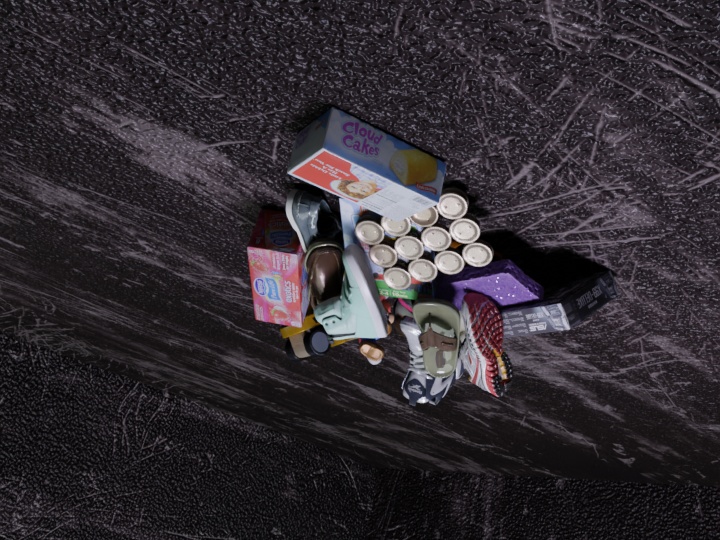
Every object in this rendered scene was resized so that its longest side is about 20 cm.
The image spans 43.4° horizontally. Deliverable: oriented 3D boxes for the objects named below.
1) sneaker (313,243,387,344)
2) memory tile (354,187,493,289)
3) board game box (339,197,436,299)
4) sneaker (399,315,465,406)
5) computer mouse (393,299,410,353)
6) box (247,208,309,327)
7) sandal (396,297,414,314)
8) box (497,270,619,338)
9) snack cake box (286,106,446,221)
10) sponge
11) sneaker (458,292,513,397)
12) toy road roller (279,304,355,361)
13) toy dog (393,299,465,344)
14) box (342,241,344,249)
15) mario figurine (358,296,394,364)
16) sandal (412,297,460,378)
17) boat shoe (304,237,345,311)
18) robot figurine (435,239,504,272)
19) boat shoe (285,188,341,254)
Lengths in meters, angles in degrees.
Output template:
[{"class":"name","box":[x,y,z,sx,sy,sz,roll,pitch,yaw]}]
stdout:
[{"class":"sneaker","box":[-0.030,0.047,1.504,0.116,0.074,0.202,-9,131,9]},{"class":"memory tile","box":[0.099,-0.047,1.426,0.197,0.017,0.154,-16,125,28]},{"class":"board game box","box":[0.047,-0.041,1.486,0.148,0.037,0.202,7,132,14]},{"class":"sneaker","box":[0.112,0.178,1.656,0.079,0.131,0.199,19,162,37]},{"class":"computer mouse","box":[0.106,0.130,1.834,0.058,0.202,0.034,12,127,-23]},{"class":"box","box":[-0.142,-0.003,1.634,0.094,0.101,0.202,8,138,7]},{"class":"sandal","box":[0.090,0.045,1.632,0.075,0.045,0.200,34,-169,-47]},{"class":"box","box":[0.324,0.062,1.574,0.157,0.051,0.198,-26,-172,-39]},{"class":"snack cake box","box":[0.009,-0.147,1.296,0.198,0.068,0.114,22,160,-25]},{"class":"sponge","box":[0.203,0.029,1.542,0.198,0.030,0.111,-11,147,44]},{"class":"sneaker","box":[0.200,0.129,1.562,0.081,0.078,0.203,12,128,42]},{"class":"toy road roller","box":[-0.087,0.104,2.000,0.198,0.148,0.122,-21,-179,-35]},{"class":"toy dog","box":[0.160,0.091,1.751,0.197,0.142,0.194,1,157,33]},{"class":"box","box":[0.000,0.000,1.637,0.081,0.050,0.201,22,146,5]},{"class":"mario figurine","box":[0.041,0.102,1.777,0.106,0.123,0.200,50,-169,-17]},{"class":"sandal","box":[0.134,0.122,1.540,0.078,0.058,0.203,-2,132,13]},{"class":"boat shoe","box":[-0.057,0.023,1.577,0.073,0.076,0.203,-8,150,-5]},{"class":"robot figurine","box":[0.164,-0.014,1.578,0.197,0.059,0.145,15,160,-7]},{"class":"boat shoe","box":[-0.066,-0.070,1.543,0.061,0.074,0.201,8,155,22]}]
